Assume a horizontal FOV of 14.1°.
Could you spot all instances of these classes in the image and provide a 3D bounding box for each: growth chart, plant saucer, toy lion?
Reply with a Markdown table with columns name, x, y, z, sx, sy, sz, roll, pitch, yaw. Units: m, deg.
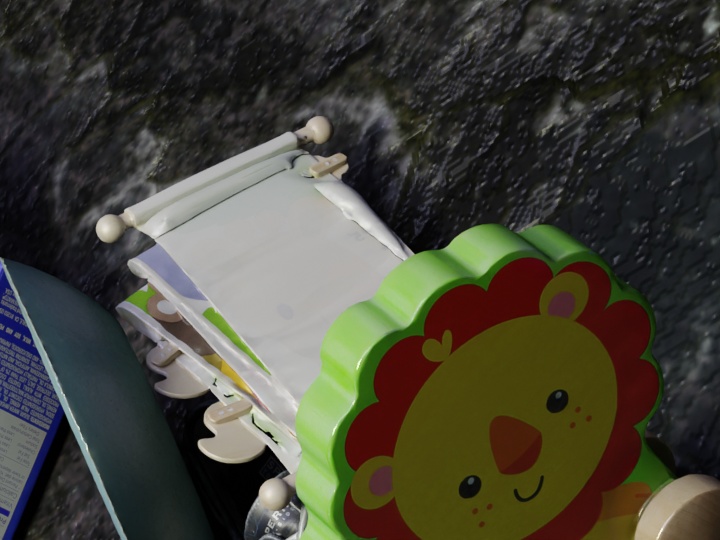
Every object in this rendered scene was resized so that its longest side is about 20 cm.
| name | x | y | z | sx | sy | sz | roll | pitch | yaw |
| --- | --- | --- | --- | --- | --- | --- | --- | --- | --- |
| growth chart | -0.033 | 0.014 | 1.271 | 0.144 | 0.018 | 0.200 | -22 | 49 | -18 |
| plant saucer | -0.102 | 0.079 | 1.279 | 0.039 | 0.201 | 0.201 | -24 | 41 | -6 |
| toy lion | 0.040 | 0.088 | 1.074 | 0.200 | 0.192 | 0.069 | -49 | 38 | -3 |

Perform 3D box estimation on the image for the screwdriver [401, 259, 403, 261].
| name | x | y | z | sx | sy | sz | roll | pitch | yaw |
| --- | --- | --- | --- | --- | --- | --- | --- | --- | --- |
| screwdriver | 0.000 | 0.000 | 1.335 | 0.200 | 0.029 | 0.028 | 1 | 66 | 38 |

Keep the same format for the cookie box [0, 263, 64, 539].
| name | x | y | z | sx | sy | sz | roll | pitch | yaw |
| --- | --- | --- | --- | --- | --- | --- | --- | --- | --- |
| cookie box | -0.237 | 0.093 | 1.482 | 0.171 | 0.075 | 0.200 | 7 | 71 | 51 |

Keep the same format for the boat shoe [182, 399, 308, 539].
| name | x | y | z | sx | sy | sz | roll | pitch | yaw |
| --- | --- | --- | --- | --- | --- | --- | --- | --- | --- |
| boat shoe | -0.017 | 0.112 | 1.233 | 0.072 | 0.068 | 0.200 | -53 | 38 | 8 |
